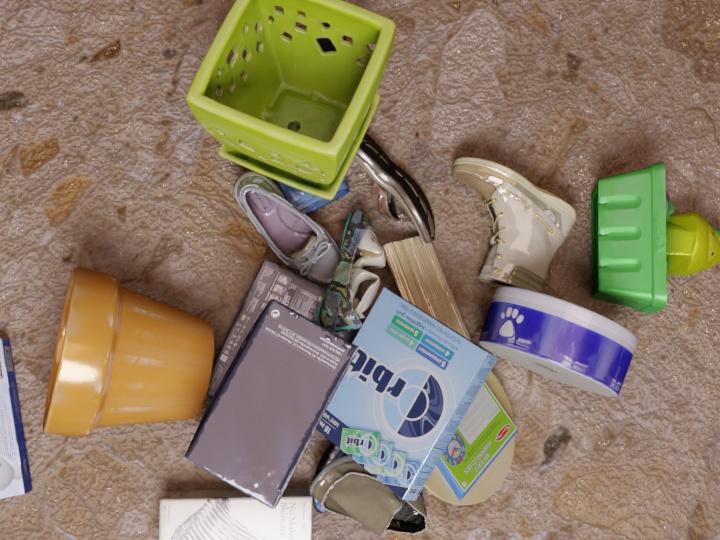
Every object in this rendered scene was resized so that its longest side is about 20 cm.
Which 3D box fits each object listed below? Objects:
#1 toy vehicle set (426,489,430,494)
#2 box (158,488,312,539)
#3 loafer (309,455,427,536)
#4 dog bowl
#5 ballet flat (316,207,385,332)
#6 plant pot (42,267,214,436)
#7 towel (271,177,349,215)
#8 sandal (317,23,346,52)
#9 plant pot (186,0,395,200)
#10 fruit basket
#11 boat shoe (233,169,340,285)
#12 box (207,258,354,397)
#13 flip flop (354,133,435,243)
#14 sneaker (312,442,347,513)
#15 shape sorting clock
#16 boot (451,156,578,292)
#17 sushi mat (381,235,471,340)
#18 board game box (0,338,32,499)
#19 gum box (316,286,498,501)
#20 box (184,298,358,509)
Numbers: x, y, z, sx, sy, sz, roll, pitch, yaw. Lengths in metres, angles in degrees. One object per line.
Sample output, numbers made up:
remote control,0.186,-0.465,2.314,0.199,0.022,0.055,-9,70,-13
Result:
toy vehicle set,0.100,0.185,1.100,0.123,0.026,0.203,-22,86,-42
box,-0.162,0.333,1.056,0.196,0.068,0.084,0,83,-7
loafer,0.021,0.296,1.037,0.198,0.070,0.076,24,105,-38
dog bowl,0.262,0.096,1.077,0.197,0.200,0.080,23,83,-4
ballet flat,0.000,0.000,1.087,0.073,0.074,0.202,19,57,-5
plant pot,-0.288,0.113,1.015,0.181,0.200,0.204,12,81,-22
towel,-0.103,-0.177,1.137,0.111,0.049,0.202,-29,87,-11
sandal,-0.047,-0.265,1.152,0.074,0.045,0.204,-16,99,-40
plant pot,-0.080,-0.215,1.013,0.197,0.182,0.201,22,71,6
fruit basket,0.436,-0.041,1.155,0.212,0.155,0.220,-1,82,10
boat shoe,-0.094,-0.049,1.087,0.074,0.065,0.202,-38,115,6
box,-0.106,0.108,1.100,0.156,0.051,0.202,26,80,-4
flip flop,0.034,-0.116,1.140,0.200,0.081,0.057,45,115,-9
sneaker,0.007,0.246,1.086,0.089,0.079,0.201,38,79,1
shape sorting clock,0.129,0.207,1.070,0.197,0.039,0.203,13,64,-28
boot,0.198,-0.060,1.155,0.198,0.072,0.156,27,83,-4
sushi mat,0.100,0.048,1.132,0.095,0.012,0.203,-17,83,-43
board game box,-0.541,0.206,1.032,0.196,0.043,0.204,-10,85,-10
gum box,0.049,0.150,1.000,0.169,0.044,0.202,31,90,33
box,-0.110,0.155,0.966,0.122,0.200,0.200,28,79,-4
